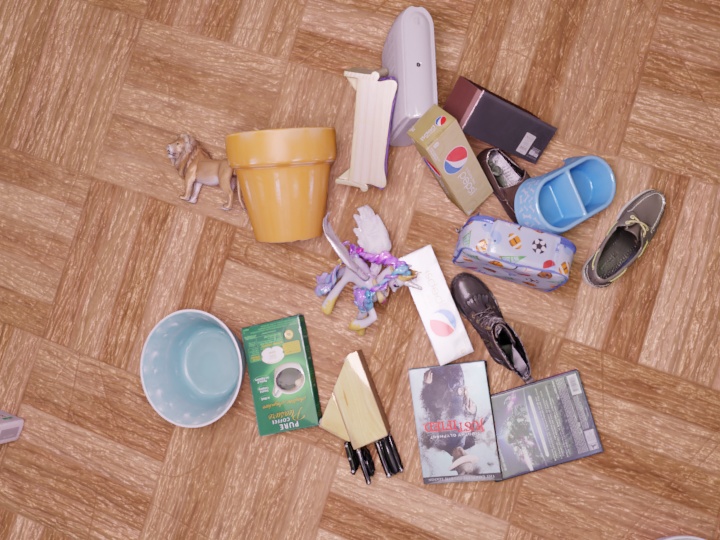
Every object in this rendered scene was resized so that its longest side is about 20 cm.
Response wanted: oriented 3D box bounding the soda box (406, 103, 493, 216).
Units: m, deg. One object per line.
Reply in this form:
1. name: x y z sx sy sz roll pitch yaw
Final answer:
1. soda box: 0.156 -0.181 0.960 0.068 0.200 0.064 -43 49 3

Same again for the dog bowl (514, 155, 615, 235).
1. dog bowl: 0.355 -0.128 0.966 0.197 0.049 0.114 -27 94 -19

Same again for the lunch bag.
1. lunch bag: 0.251 -0.028 0.961 0.195 0.160 0.078 19 81 5

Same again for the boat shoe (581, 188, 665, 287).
1. boat shoe: 0.465 -0.057 0.980 0.072 0.060 0.203 38 92 8

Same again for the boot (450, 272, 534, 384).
1. boot: 0.222 0.086 0.945 0.068 0.174 0.203 -33 83 4

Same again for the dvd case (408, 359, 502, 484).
1. dvd case: 0.167 0.270 1.007 0.142 0.022 0.206 -8 86 16

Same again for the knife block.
1. knife block: 0.022 0.268 1.016 0.172 0.064 0.205 23 89 8

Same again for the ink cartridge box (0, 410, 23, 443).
1. ink cartridge box: -0.779 0.281 1.071 0.195 0.161 0.051 20 87 9

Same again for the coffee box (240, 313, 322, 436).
1. coffee box: -0.146 0.195 1.052 0.119 0.044 0.206 -13 84 7

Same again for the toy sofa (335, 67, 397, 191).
1. toy sofa: 0.016 -0.250 1.002 0.095 0.083 0.205 10 114 10

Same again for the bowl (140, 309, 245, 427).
1. bowl: -0.290 0.175 1.039 0.195 0.105 0.207 -1 86 11

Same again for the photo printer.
1. photo printer: 0.083 -0.343 1.000 0.067 0.166 0.207 -2 85 -11

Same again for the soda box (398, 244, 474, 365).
1. soda box: 0.134 0.062 1.015 0.067 0.064 0.205 -22 84 5

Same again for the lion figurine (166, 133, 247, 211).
1. lion figurine: -0.283 -0.186 1.074 0.195 0.072 0.126 14 89 16

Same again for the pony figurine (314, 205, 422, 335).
1. pony figurine: 0.000 0.000 0.988 0.195 0.165 0.200 52 128 8

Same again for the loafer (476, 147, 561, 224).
1. loafer: 0.279 -0.139 1.005 0.200 0.071 0.073 45 92 8

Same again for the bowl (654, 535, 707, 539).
1. bowl: 0.519 0.523 0.919 0.195 0.090 0.208 -1 86 8

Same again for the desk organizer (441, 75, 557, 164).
1. desk organizer: 0.240 -0.259 0.977 0.073 0.196 0.078 -60 39 24

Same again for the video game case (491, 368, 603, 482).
1. video game case: 0.310 0.275 1.000 0.195 0.019 0.147 -18 84 7

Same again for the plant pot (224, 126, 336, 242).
1. plant pot: -0.134 -0.152 1.012 0.194 0.200 0.189 -3 101 7
